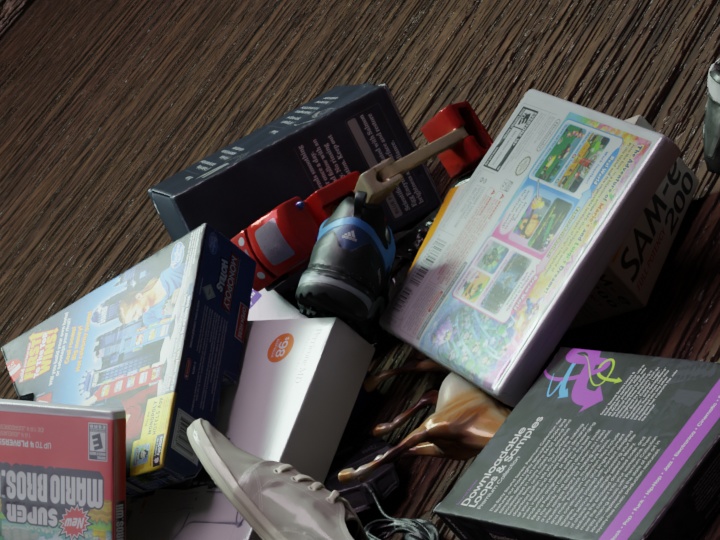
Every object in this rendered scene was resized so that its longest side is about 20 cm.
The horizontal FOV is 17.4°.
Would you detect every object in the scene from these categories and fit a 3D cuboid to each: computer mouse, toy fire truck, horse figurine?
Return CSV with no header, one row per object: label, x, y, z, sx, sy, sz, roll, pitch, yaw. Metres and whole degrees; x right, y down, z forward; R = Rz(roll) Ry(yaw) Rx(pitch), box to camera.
computer mouse,0.014,0.162,1.589,0.058,0.034,0.200,-24,23,-8
toy fire truck,0.003,-0.057,1.793,0.141,0.049,0.200,-36,-6,38
horse figurine,0.060,0.095,1.593,0.132,0.050,0.200,-20,19,17

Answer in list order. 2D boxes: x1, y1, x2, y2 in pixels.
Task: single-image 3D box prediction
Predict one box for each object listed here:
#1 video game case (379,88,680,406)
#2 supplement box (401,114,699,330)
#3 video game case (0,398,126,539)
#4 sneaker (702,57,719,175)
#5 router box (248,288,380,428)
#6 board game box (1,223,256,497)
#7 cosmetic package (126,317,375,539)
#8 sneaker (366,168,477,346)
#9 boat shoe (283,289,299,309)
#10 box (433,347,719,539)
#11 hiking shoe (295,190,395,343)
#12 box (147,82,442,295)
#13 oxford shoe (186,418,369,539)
video game case,0.109,-0.020,1.581,0.201,0.024,0.182,-57,29,-2
supplement box,0.130,-0.018,1.669,0.199,0.074,0.126,-20,33,47
video game case,-0.220,0.192,1.621,0.142,0.202,0.017,2,3,34
sneaker,0.272,-0.112,1.610,0.200,0.066,0.091,-38,-37,-61
router box,-0.116,0.102,1.775,0.179,0.049,0.200,37,76,30
board game box,-0.181,0.088,1.695,0.199,0.062,0.201,-19,48,35
cosmetic package,-0.088,0.131,1.657,0.150,0.052,0.201,-2,57,43
sneaker,0.046,0.002,1.823,0.199,0.060,0.104,-35,18,35
boat shoe,-0.082,0.061,1.925,0.072,0.065,0.200,-14,33,53
box,0.148,0.112,1.404,0.143,0.036,0.199,-49,26,-21
hiking shoe,0.000,0.000,1.706,0.200,0.074,0.087,104,-173,-84
box,-0.058,-0.061,1.963,0.199,0.118,0.197,-28,8,-8
oxford shoe,-0.040,0.158,1.518,0.058,0.075,0.200,-47,57,-1
